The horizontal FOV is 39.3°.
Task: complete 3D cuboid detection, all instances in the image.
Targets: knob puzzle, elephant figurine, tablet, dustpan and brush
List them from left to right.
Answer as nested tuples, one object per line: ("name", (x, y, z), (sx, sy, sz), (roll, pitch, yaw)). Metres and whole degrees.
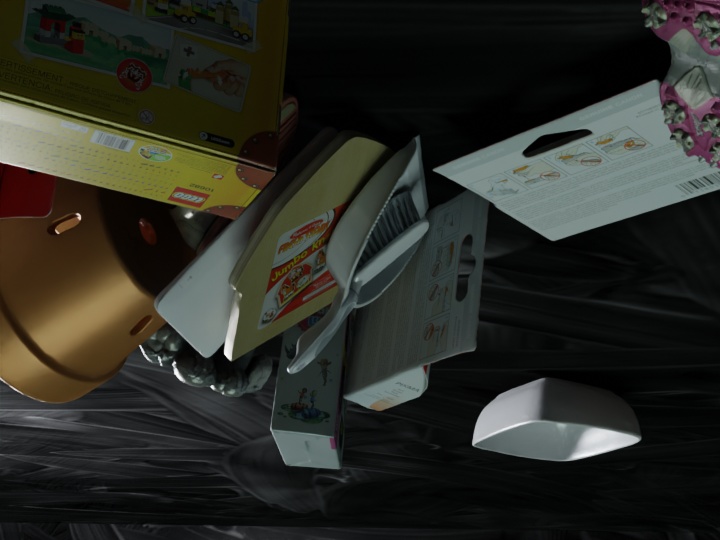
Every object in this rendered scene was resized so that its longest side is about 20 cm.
("elephant figurine", (-0.119, 0.008, 0.968), (0.153, 0.203, 0.141), (22, -177, 24))
("tablet", (-0.077, -0.019, 0.837), (0.014, 0.200, 0.130), (40, 170, 23))
("knob puzzle", (-0.037, -0.037, 0.827), (0.030, 0.220, 0.220), (40, 170, 23))
("dustpan and brush", (0.000, 0.000, 0.832), (0.057, 0.200, 0.140), (43, 168, 22))

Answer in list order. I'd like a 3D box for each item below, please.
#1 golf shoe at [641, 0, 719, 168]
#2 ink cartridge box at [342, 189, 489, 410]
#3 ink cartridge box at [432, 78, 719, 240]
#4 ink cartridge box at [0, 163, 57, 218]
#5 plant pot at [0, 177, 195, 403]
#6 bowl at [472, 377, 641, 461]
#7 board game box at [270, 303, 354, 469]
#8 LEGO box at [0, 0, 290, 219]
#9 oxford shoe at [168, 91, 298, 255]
("golf shoe", (0.222, -0.155, 0.607), (0.091, 0.075, 0.201), (-38, 139, -11))
("ink cartridge box", (0.063, 0.026, 0.916), (0.050, 0.165, 0.199), (23, 151, -28))
("ink cartridge box", (0.182, -0.092, 0.776), (0.198, 0.044, 0.172), (-18, 149, 41))
("ink cartridge box", (-0.317, -0.100, 0.719), (0.196, 0.118, 0.067), (0, 157, 5))
("plant pot", (-0.233, -0.006, 0.864), (0.138, 0.203, 0.200), (-24, 150, 17))
("bowl", (0.280, 0.213, 1.451), (0.197, 0.076, 0.199), (14, 155, -23))
("board game box", (-0.041, 0.081, 1.007), (0.063, 0.203, 0.148), (4, 158, 2))
("LEGO box", (-0.144, -0.132, 0.581), (0.197, 0.151, 0.077), (14, 156, -23))
("oxford shoe", (-0.111, -0.080, 0.807), (0.074, 0.071, 0.201), (41, 135, 4))
